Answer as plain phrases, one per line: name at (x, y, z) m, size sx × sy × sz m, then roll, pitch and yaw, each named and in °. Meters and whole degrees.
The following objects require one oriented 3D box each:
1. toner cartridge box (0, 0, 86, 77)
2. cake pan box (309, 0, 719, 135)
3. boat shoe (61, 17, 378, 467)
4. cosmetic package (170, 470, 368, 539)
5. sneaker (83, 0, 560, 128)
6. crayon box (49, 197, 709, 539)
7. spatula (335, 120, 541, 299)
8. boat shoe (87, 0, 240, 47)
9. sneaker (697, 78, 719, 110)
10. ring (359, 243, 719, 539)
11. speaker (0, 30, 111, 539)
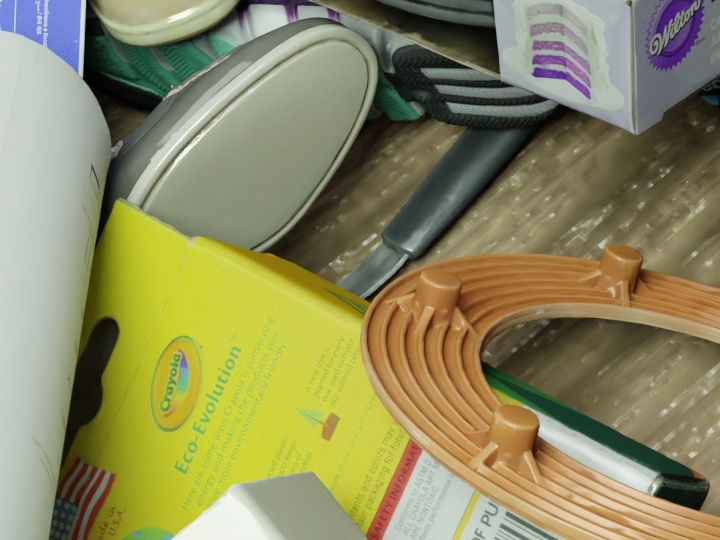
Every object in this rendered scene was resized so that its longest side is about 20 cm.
toner cartridge box at (-0.124, -0.128, 0.788) m, size 0.043 × 0.095 × 0.201 m, roll 1°, pitch 95°, yaw -22°
cake pan box at (0.071, -0.128, 0.733) m, size 0.200 × 0.052 × 0.184 m, roll -33°, pitch 42°, yaw -32°
boat shoe at (-0.076, -0.011, 0.767) m, size 0.200 × 0.067 × 0.057 m, roll -51°, pitch 46°, yaw 7°
cosmetic package at (0.003, 0.160, 0.597) m, size 0.103 × 0.087 × 0.200 m, roll -42°, pitch 79°, yaw 7°
sneaker at (-0.015, -0.100, 0.818) m, size 0.200 × 0.074 × 0.088 m, roll 5°, pitch 67°, yaw 21°
crayon box at (-0.012, 0.074, 0.699) m, size 0.200 × 0.051 × 0.127 m, roll 28°, pitch 96°, yaw 27°
spatula at (0.000, 0.000, 0.789) m, size 0.056 × 0.021 × 0.200 m, roll 32°, pitch 69°, yaw 35°
boat shoe at (-0.076, -0.166, 0.803) m, size 0.072 × 0.065 × 0.200 m, roll -12°, pitch 55°, yaw 12°
sneaker at (0.152, -0.076, 0.770) m, size 0.082 × 0.073 × 0.200 m, roll -48°, pitch 48°, yaw -11°
ring at (0.098, 0.036, 0.660) m, size 0.200 × 0.019 × 0.201 m, roll 12°, pitch 23°, yaw -5°
speaker at (-0.118, 0.023, 0.651) m, size 0.081 × 0.081 × 0.200 m, roll -9°, pitch 42°, yaw 10°
